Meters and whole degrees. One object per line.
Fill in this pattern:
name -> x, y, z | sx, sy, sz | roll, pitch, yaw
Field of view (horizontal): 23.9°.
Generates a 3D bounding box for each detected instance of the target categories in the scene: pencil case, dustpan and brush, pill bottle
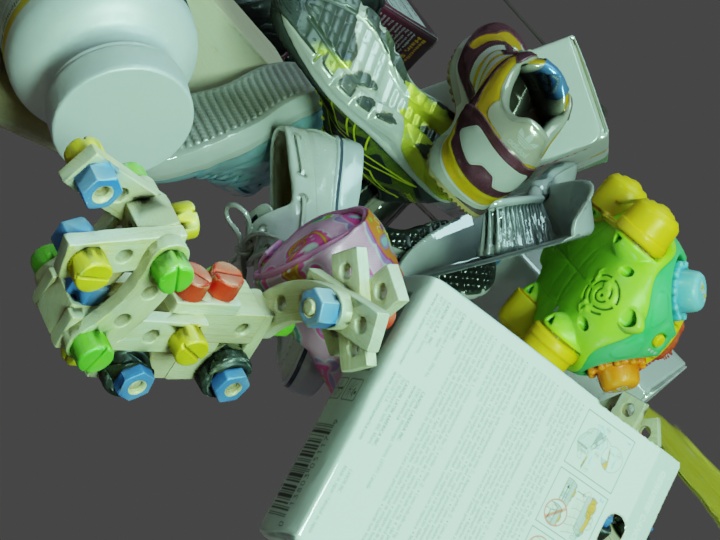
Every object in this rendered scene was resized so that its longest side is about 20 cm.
pencil case -> 0.015, 0.063, 0.988 | 0.201, 0.087, 0.088 | 60, 16, -15
dustpan and brush -> 0.119, -0.043, 1.196 | 0.200, 0.139, 0.058 | -15, 90, -60
pill bottle -> -0.158, -0.152, 0.995 | 0.112, 0.112, 0.201 | 25, 31, -42

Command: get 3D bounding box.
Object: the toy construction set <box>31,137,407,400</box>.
toy construction set -> -0.081, 0.010, 0.870 | 0.199, 0.131, 0.092 | 15, 34, -29

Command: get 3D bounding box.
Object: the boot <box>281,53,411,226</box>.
boot -> -0.022, -0.097, 1.319 | 0.151, 0.073, 0.200 | 45, 16, -2

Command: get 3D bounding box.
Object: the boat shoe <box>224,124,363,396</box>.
boat shoe -> -0.050, -0.016, 1.077 | 0.086, 0.075, 0.203 | 19, 53, -16

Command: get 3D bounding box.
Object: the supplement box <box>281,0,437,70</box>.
supplement box -> -0.044, -0.223, 1.471 | 0.199, 0.110, 0.086 | 24, 27, -45

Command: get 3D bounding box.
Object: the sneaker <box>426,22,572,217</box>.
sneaker -> 0.107, -0.118, 1.146 | 0.075, 0.090, 0.201 | 40, 35, -21

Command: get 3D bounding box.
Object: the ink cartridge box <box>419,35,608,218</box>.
ink cartridge box -> 0.116, -0.108, 1.336 | 0.200, 0.144, 0.088 | 0, 71, -82

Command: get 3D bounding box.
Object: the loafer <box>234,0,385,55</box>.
loafer -> -0.073, -0.203, 1.352 | 0.199, 0.071, 0.068 | -11, 32, -19

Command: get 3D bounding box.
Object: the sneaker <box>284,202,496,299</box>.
sneaker -> 0.000, 0.000, 1.201 | 0.199, 0.080, 0.074 | 10, 67, -36

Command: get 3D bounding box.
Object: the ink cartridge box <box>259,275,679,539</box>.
ink cartridge box -> 0.064, 0.123, 0.939 | 0.200, 0.163, 0.057 | 37, -18, -26

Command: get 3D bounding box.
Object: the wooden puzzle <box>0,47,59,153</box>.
wooden puzzle -> -0.232, -0.150, 1.065 | 0.185, 0.046, 0.201 | 24, 33, -43

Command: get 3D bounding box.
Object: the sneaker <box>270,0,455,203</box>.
sneaker -> -0.004, -0.110, 1.164 | 0.200, 0.084, 0.075 | 47, 49, -25

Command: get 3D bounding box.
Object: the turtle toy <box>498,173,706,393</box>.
turtle toy -> 0.180, 0.015, 1.221 | 0.101, 0.146, 0.200 | 37, 10, -14

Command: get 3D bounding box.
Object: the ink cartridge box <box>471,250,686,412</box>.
ink cartridge box -> 0.158, 0.039, 1.386 | 0.200, 0.086, 0.146 | 50, 21, 11

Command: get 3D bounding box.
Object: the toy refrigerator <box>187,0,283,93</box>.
toy refrigerator -> -0.124, -0.172, 1.219 | 0.200, 0.070, 0.076 | 45, 13, -51

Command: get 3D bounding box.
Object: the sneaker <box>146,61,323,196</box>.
sneaker -> -0.088, -0.080, 1.168 | 0.074, 0.082, 0.200 | 24, 32, 32

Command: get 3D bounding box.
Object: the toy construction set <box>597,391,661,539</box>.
toy construction set -> 0.134, 0.138, 1.155 | 0.199, 0.092, 0.131 | 5, 42, -45
